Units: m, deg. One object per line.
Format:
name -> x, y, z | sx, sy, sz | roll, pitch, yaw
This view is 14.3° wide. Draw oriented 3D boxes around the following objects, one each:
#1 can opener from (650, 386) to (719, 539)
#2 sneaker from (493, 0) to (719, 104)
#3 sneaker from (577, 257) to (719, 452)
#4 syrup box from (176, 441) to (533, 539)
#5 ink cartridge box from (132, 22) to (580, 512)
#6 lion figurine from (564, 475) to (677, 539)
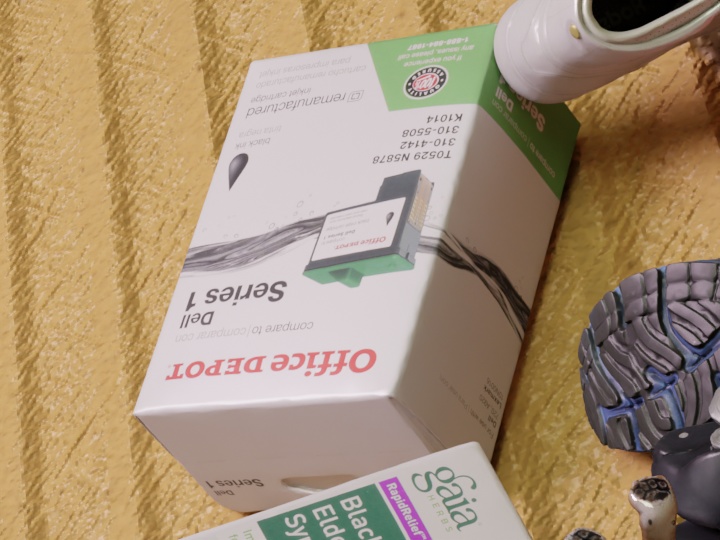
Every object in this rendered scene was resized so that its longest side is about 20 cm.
can opener -> 0.206, 0.069, 1.102 | 0.199, 0.079, 0.064 | -15, 32, 16
sneaker -> 0.159, -0.142, 1.246 | 0.200, 0.074, 0.116 | -36, 4, -17
sneaker -> 0.171, 0.020, 1.163 | 0.200, 0.078, 0.076 | -32, 62, 34
syrup box -> -0.031, 0.140, 1.048 | 0.199, 0.082, 0.079 | -17, 55, -18
ink cartridge box -> 0.000, 0.000, 1.292 | 0.145, 0.084, 0.201 | -7, 52, 33
lion figurine -> 0.136, 0.148, 1.068 | 0.199, 0.123, 0.072 | 27, 51, 32
